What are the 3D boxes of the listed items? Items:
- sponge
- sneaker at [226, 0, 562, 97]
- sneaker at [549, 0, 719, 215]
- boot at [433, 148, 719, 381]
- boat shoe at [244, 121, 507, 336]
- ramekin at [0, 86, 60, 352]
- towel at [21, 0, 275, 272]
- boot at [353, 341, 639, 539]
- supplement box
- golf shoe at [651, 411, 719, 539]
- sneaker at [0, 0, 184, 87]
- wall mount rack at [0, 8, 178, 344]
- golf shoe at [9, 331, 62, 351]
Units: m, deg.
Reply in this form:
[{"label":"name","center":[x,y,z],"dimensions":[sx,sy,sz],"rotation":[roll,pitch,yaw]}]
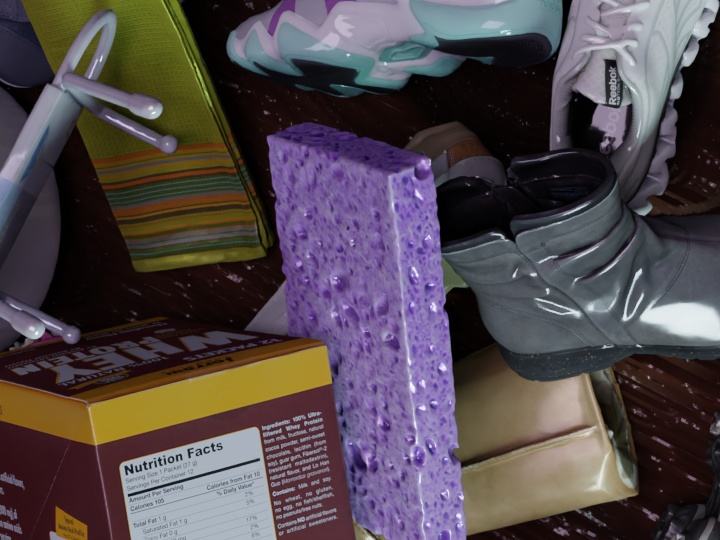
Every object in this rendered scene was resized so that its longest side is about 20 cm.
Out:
[{"label":"sponge","center":[0.002,0.033,1.174],"dimensions":[0.111,0.030,0.201],"rotation":[22,124,52]},{"label":"sneaker","center":[0.020,-0.170,1.239],"dimensions":[0.199,0.078,0.141],"rotation":[-4,75,32]},{"label":"sneaker","center":[0.134,-0.120,1.193],"dimensions":[0.075,0.081,0.202],"rotation":[11,98,20]},{"label":"boot","center":[0.137,-0.012,1.147],"dimensions":[0.199,0.132,0.070],"rotation":[-18,51,14]},{"label":"boat shoe","center":[0.000,0.000,1.264],"dimensions":[0.200,0.075,0.069],"rotation":[-36,62,22]},{"label":"ramekin","center":[-0.263,-0.027,1.325],"dimensions":[0.199,0.098,0.202],"rotation":[1,93,27]},{"label":"towel","center":[-0.117,-0.087,1.271],"dimensions":[0.085,0.018,0.201],"rotation":[-10,121,20]},{"label":"boot","center":[0.052,0.135,1.257],"dimensions":[0.199,0.066,0.176],"rotation":[-19,90,19]},{"label":"supplement box","center":[-0.105,0.140,1.223],"dimensions":[0.197,0.132,0.202],"rotation":[5,106,59]},{"label":"golf shoe","center":[0.212,0.111,1.203],"dimensions":[0.088,0.077,0.201],"rotation":[24,107,-4]},{"label":"sneaker","center":[-0.132,-0.167,1.272],"dimensions":[0.200,0.078,0.080],"rotation":[-50,41,17]},{"label":"wall mount rack","center":[-0.148,-0.033,1.180],"dimensions":[0.074,0.174,0.201],"rotation":[27,87,4]},{"label":"golf shoe","center":[-0.220,0.117,1.351],"dimensions":[0.200,0.075,0.092],"rotation":[-36,86,21]}]
